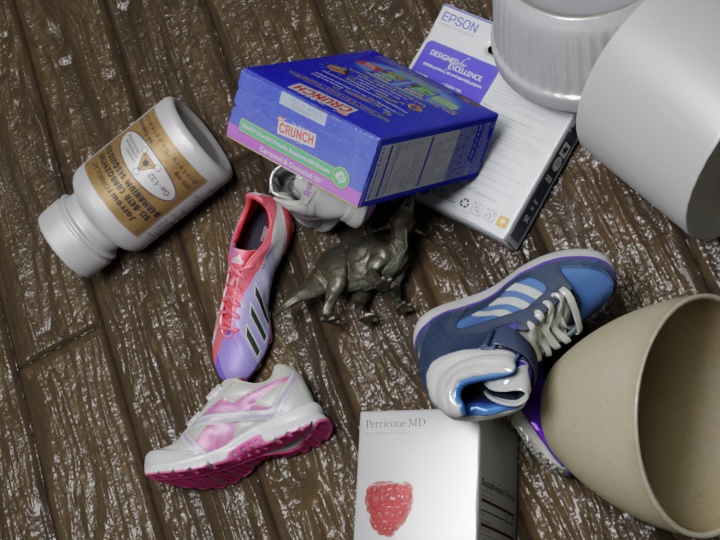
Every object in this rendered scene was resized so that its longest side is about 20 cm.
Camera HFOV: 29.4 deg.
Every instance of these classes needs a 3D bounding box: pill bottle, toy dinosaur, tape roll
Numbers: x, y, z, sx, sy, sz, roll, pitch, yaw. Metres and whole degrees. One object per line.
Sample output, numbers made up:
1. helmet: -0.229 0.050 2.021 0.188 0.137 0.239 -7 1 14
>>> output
1. pill bottle: -0.249 -0.087 1.501 0.200 0.114 0.115 -38 61 9
2. toy dinosaur: 0.000 0.000 1.393 0.200 0.077 0.103 -32 45 29
3. tape roll: 0.310 -0.147 1.219 0.203 0.203 0.139 -47 60 3

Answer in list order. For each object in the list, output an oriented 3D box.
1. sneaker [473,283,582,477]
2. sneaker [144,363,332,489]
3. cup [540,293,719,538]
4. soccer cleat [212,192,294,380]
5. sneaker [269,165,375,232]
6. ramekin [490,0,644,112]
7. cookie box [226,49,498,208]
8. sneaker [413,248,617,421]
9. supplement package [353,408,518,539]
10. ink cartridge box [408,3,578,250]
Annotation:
1. sneaker: 0.168 0.090 1.277 0.099 0.070 0.201 -30 65 3
2. sneaker: -0.129 0.158 1.387 0.199 0.081 0.089 -21 63 7
3. cup: 0.241 0.121 1.180 0.143 0.200 0.201 -2 70 49
4. soccer cleat: -0.121 0.017 1.428 0.066 0.076 0.201 9 76 27
5. sneaker: -0.049 -0.086 1.374 0.099 0.200 0.075 17 85 -15
6. ramekin: 0.219 -0.259 1.318 0.199 0.105 0.201 -7 52 9
7. cookie box: 0.003 -0.139 1.304 0.171 0.200 0.076 31 119 29
8. sneaker: 0.147 0.066 1.181 0.199 0.081 0.147 -21 31 0
9. supplement package: 0.068 0.235 1.241 0.121 0.120 0.201 -5 70 23
10. ink cartridge box: 0.121 -0.149 1.395 0.198 0.043 0.201 28 88 29
